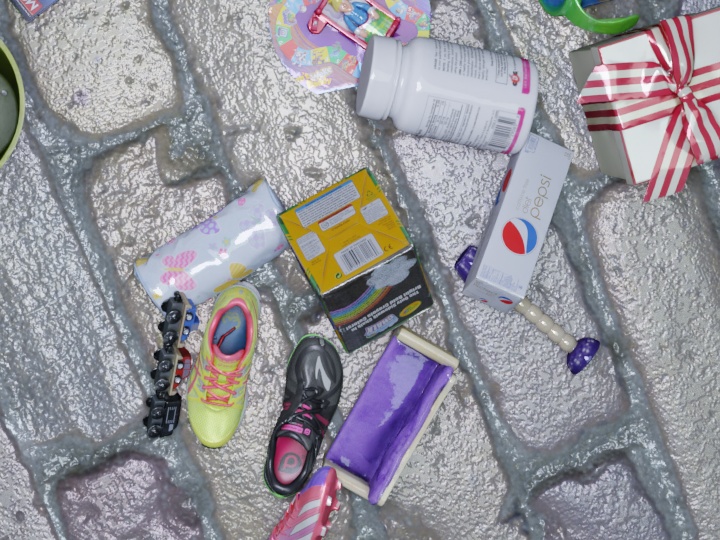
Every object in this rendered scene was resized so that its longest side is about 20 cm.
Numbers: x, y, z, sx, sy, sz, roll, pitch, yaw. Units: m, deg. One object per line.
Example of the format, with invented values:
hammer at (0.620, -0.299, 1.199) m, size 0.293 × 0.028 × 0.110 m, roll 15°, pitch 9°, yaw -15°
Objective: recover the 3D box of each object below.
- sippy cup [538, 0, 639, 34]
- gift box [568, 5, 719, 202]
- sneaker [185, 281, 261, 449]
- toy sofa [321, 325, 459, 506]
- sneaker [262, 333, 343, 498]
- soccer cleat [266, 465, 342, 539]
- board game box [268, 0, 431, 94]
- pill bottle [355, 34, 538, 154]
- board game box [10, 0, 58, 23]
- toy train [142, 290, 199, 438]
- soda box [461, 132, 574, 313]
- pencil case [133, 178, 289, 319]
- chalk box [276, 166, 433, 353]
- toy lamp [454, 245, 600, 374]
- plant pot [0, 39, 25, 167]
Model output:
sippy cup at (0.282, -0.374, 1.719) m, size 0.128 × 0.140 × 0.181 m, roll -8°, pitch 106°, yaw -14°
gift box at (0.343, -0.192, 1.692) m, size 0.198 × 0.187 × 0.187 m, roll -23°, pitch 98°, yaw -3°
sneaker at (-0.165, 0.114, 1.728) m, size 0.077 × 0.090 × 0.203 m, roll 9°, pitch 94°, yaw -5°
toy sofa at (0.033, 0.171, 1.728) m, size 0.082 × 0.098 × 0.202 m, roll 29°, pitch 98°, yaw -5°
sneaker at (-0.065, 0.177, 1.739) m, size 0.076 × 0.084 × 0.203 m, roll 12°, pitch 92°, yaw -5°
soccer cleat at (-0.076, 0.312, 1.728) m, size 0.076 × 0.067 × 0.202 m, roll 21°, pitch 119°, yaw 10°
board game box at (-0.011, -0.302, 1.742) m, size 0.197 × 0.039 × 0.161 m, roll -12°, pitch 93°, yaw -2°
pill bottle at (0.100, -0.210, 1.710) m, size 0.197 × 0.113 × 0.115 m, roll 11°, pitch 92°, yaw -9°
board game box at (-0.406, -0.398, 1.704) m, size 0.199 × 0.062 × 0.201 m, roll -36°, pitch 94°, yaw 0°
toy train at (-0.221, 0.112, 1.715) m, size 0.045 × 0.034 × 0.202 m, roll -2°, pitch 122°, yaw -25°
soda box at (0.186, -0.057, 1.720) m, size 0.063 × 0.068 × 0.202 m, roll 24°, pitch 70°, yaw -4°
pencil case at (-0.171, -0.025, 1.725) m, size 0.199 × 0.083 × 0.091 m, roll -34°, pitch 74°, yaw -2°
chalk box at (0.000, 0.000, 1.700) m, size 0.124 × 0.201 × 0.125 m, roll -28°, pitch 61°, yaw -4°
toy lamp at (0.198, 0.045, 1.764) m, size 0.199 × 0.058 × 0.058 m, roll 39°, pitch 90°, yaw -3°
plant pot at (-0.462, -0.184, 1.644) m, size 0.197 × 0.193 × 0.204 m, roll 0°, pitch 93°, yaw -3°
